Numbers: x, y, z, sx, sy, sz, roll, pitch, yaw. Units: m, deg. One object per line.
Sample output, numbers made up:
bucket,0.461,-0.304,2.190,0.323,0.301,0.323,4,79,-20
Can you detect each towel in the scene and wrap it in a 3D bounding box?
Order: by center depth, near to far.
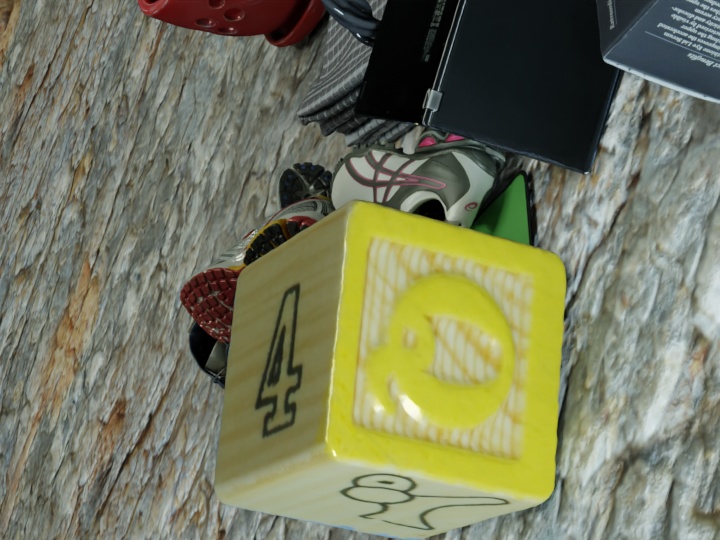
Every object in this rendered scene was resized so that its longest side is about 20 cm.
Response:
towel,0.022,-0.218,1.882,0.200,0.085,0.166,-32,45,57

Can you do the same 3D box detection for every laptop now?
laptop,0.110,-0.190,1.603,0.200,0.115,0.188,17,89,63

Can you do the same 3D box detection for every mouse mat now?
mouse mat,0.089,0.031,1.656,0.200,0.007,0.162,-48,33,44

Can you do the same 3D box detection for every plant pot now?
plant pot,-0.122,-0.341,2.169,0.200,0.182,0.201,-47,33,45

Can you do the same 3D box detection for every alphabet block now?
alphabet block,0.021,0.082,1.529,0.200,0.194,0.198,-28,54,57

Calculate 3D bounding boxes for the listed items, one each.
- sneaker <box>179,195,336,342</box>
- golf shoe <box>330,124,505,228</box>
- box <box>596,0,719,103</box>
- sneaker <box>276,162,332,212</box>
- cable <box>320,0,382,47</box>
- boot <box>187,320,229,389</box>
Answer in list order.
sneaker,-0.085,0.000,1.839,0.200,0.078,0.082,-32,12,38
golf shoe,0.034,-0.063,1.714,0.200,0.077,0.088,-18,50,51
box,0.249,-0.235,1.353,0.200,0.104,0.149,-47,34,47
sneaker,-0.049,0.005,1.921,0.085,0.077,0.201,113,161,-68
cable,-0.009,-0.261,1.716,0.051,0.200,0.164,-25,70,34
boot,-0.107,0.112,1.927,0.075,0.097,0.200,-64,24,20
